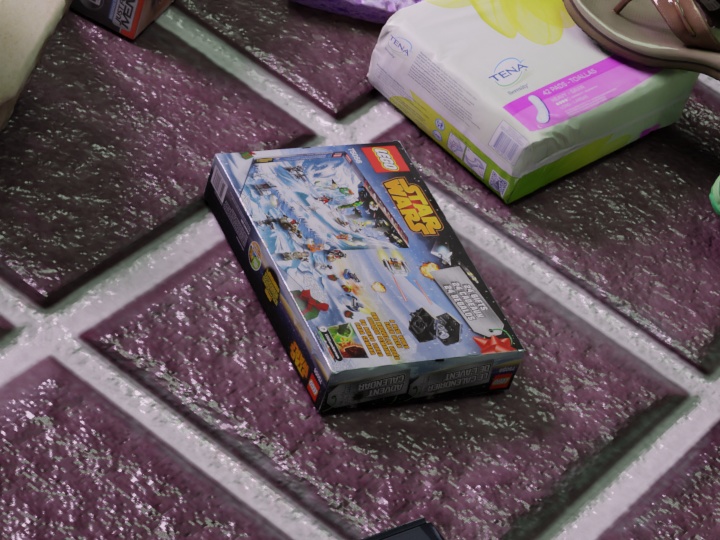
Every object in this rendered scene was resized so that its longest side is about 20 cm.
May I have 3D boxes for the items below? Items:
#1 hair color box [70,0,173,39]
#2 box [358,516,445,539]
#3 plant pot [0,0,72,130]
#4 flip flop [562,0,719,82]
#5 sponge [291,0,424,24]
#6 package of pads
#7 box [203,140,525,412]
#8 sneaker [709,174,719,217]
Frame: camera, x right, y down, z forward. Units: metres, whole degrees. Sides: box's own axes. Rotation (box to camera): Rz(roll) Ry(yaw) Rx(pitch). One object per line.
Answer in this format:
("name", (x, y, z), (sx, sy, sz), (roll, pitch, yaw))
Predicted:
("hair color box", (-0.127, -0.260, 1.823), (0.064, 0.111, 0.200), (28, 41, 10))
("box", (0.026, 0.234, 1.374), (0.159, 0.046, 0.200), (-15, 52, -36))
("plant pot", (-0.283, -0.166, 1.607), (0.183, 0.201, 0.201), (28, 39, -8))
("flip flop", (0.238, -0.170, 1.807), (0.200, 0.058, 0.081), (23, 33, 15))
("sponge", (0.018, -0.276, 1.897), (0.111, 0.030, 0.200), (13, 69, -9))
("package of pads", (0.120, -0.142, 1.827), (0.154, 0.068, 0.200), (42, 43, 23))
("box", (0.000, 0.000, 1.636), (0.137, 0.040, 0.200), (-5, 46, -27))
("sneaker", (0.301, -0.072, 1.818), (0.200, 0.084, 0.074), (-9, 65, -55))
